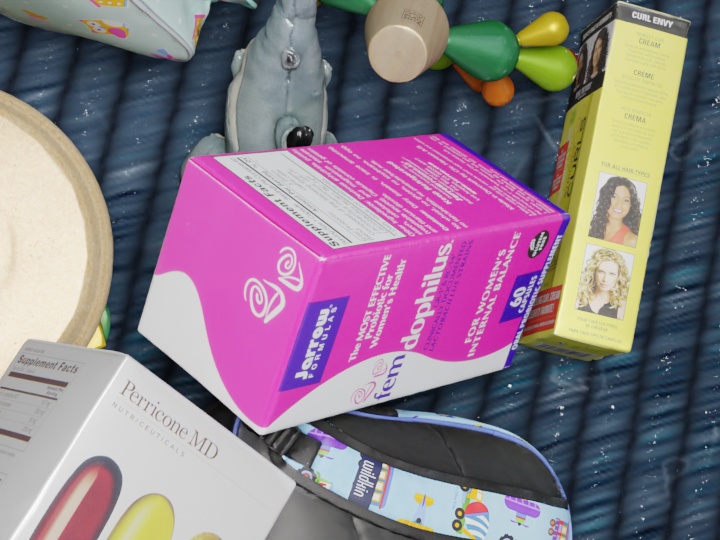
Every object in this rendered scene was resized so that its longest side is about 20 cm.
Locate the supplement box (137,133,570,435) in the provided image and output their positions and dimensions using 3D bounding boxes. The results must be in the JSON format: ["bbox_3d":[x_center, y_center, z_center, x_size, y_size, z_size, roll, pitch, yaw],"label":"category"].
[{"bbox_3d":[0.000,0.000,0.812,0.200,0.103,0.101,-10,128,-46],"label":"supplement box"}]

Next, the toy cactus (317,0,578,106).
[{"bbox_3d":[0.037,-0.147,0.874,0.200,0.165,0.102,35,113,-8],"label":"toy cactus"}]

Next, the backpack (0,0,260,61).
[{"bbox_3d":[-0.152,-0.205,0.817,0.200,0.176,0.154,24,86,28],"label":"backpack"}]

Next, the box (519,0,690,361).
[{"bbox_3d":[0.144,-0.050,0.930,0.050,0.075,0.200,13,82,-9],"label":"box"}]

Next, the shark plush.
[{"bbox_3d":[-0.030,-0.083,0.847,0.091,0.083,0.200,10,126,-20],"label":"shark plush"}]

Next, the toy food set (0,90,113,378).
[{"bbox_3d":[-0.233,-0.005,0.849,0.200,0.049,0.198,-16,87,-15],"label":"toy food set"}]

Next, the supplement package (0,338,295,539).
[{"bbox_3d":[-0.141,0.144,0.704,0.114,0.109,0.200,40,70,-29],"label":"supplement package"}]

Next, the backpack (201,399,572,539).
[{"bbox_3d":[0.006,0.157,0.841,0.200,0.134,0.183,8,82,-21],"label":"backpack"}]
